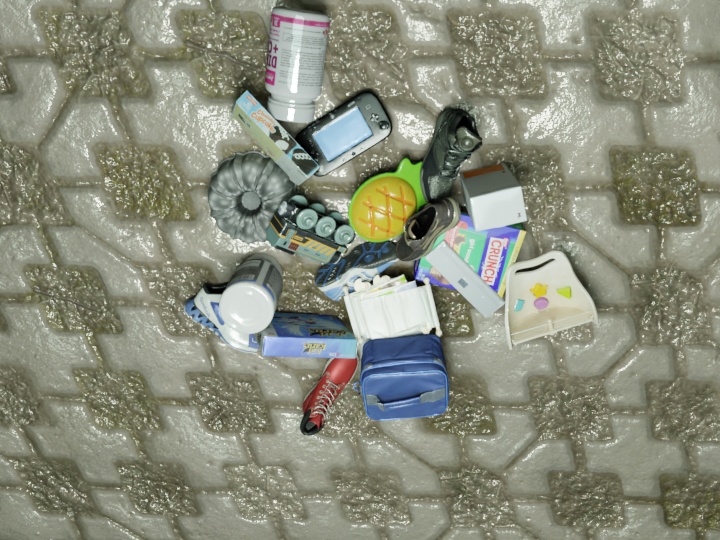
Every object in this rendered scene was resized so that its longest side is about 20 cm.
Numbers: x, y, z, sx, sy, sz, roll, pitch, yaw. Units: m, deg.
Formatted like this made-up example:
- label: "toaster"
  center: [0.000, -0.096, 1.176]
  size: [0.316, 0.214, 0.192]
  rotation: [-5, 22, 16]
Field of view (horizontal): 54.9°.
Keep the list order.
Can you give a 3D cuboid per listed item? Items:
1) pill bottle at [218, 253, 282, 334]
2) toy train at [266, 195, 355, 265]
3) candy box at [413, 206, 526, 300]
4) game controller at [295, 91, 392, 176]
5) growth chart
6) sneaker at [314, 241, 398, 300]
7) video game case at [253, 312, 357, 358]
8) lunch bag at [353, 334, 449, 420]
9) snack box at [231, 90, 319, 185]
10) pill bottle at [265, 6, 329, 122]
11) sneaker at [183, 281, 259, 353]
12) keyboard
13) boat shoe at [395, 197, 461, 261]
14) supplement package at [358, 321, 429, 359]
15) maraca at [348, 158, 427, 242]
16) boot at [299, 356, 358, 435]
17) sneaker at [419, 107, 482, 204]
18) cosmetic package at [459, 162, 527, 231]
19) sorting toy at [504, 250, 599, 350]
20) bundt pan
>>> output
- label: "pill bottle"
  center: [-0.225, 0.042, 1.468]
  size: [0.112, 0.200, 0.115]
  rotation: [1, 111, 2]
- label: "toy train"
  center: [-0.102, -0.078, 1.451]
  size: [0.199, 0.085, 0.114]
  rotation: [21, 111, -41]
- label: "candy box"
  center: [0.231, -0.042, 1.486]
  size: [0.198, 0.077, 0.171]
  rotation: [13, 112, -4]
- label: "game controller"
  center: [-0.036, -0.279, 1.421]
  size: [0.199, 0.042, 0.105]
  rotation: [-30, 108, 12]
- label: "growth chart"
  center: [0.066, 0.079, 1.470]
  size: [0.198, 0.018, 0.147]
  rotation: [-8, 87, 3]
- label: "sneaker"
  center: [0.000, 0.000, 1.523]
  size: [0.198, 0.076, 0.077]
  rotation: [-23, 132, 10]
- label: "video game case"
  center: [-0.125, 0.136, 1.485]
  size: [0.198, 0.181, 0.046]
  rotation: [4, 102, -18]
- label: "lunch bag"
  center: [0.083, 0.228, 1.436]
  size: [0.197, 0.133, 0.137]
  rotation: [-7, 122, 2]
- label: "snack box"
  center: [-0.173, -0.260, 1.385]
  size: [0.200, 0.116, 0.037]
  rotation: [46, 79, -11]
- label: "pill bottle"
  center: [-0.125, -0.397, 1.339]
  size: [0.112, 0.114, 0.202]
  rotation: [8, 112, -1]
- label: "sneaker"
  center: [-0.287, 0.092, 1.554]
  size: [0.198, 0.081, 0.116]
  rotation: [32, 111, -9]
- label: "keyboard"
  center: [0.223, 0.021, 1.470]
  size: [0.056, 0.011, 0.200]
  rotation: [-39, 107, 25]
- label: "boat shoe"
  center: [0.120, -0.085, 1.406]
  size: [0.073, 0.075, 0.200]
  rotation: [-1, 149, -34]
- label: "supplement package"
  center: [0.079, 0.186, 1.563]
  size: [0.154, 0.111, 0.202]
  rotation: [-3, 112, 3]
- label: "maraca"
  center: [0.066, -0.143, 1.439]
  size: [0.199, 0.107, 0.137]
  rotation: [-37, 116, 3]
- label: "boot"
  center: [-0.071, 0.283, 1.588]
  size: [0.072, 0.144, 0.201]
  rotation: [32, 108, -9]
- label: "sneaker"
  center: [0.178, -0.222, 1.373]
  size: [0.075, 0.114, 0.202]
  rotation: [14, 97, -19]
- label: "cosmetic package"
  center: [0.259, -0.150, 1.377]
  size: [0.100, 0.200, 0.072]
  rotation: [-12, 111, 6]
- label: "sorting toy"
  center: [0.387, 0.048, 1.482]
  size: [0.198, 0.107, 0.181]
  rotation: [-17, 122, 5]
- label: "bundt pan"
  center: [-0.233, -0.146, 1.462]
  size: [0.199, 0.076, 0.204]
  rotation: [1, 112, 2]
